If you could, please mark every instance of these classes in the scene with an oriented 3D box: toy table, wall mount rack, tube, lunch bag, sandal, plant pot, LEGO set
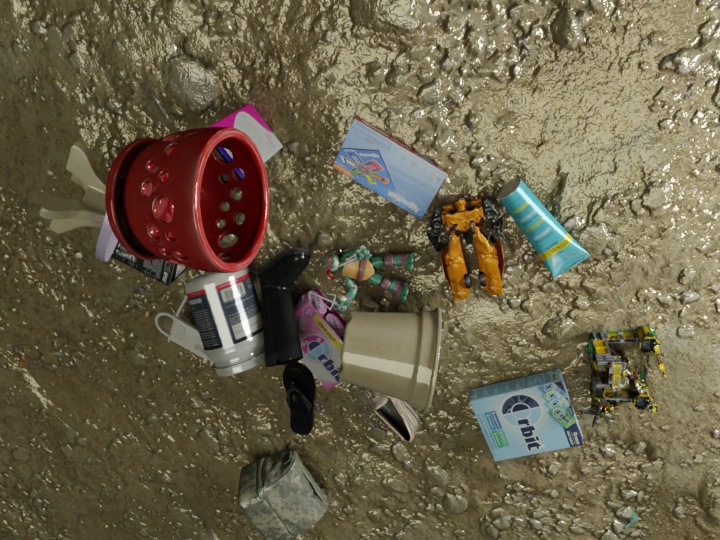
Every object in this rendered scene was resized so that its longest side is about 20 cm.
[{"bbox_3d":[-0.488,-0.124,1.028,0.115,0.185,0.204,23,108,-17],"label":"toy table"},{"bbox_3d":[-0.353,0.117,1.267,0.196,0.075,0.176,29,122,-3],"label":"wall mount rack"},{"bbox_3d":[0.326,-0.076,1.018,0.077,0.051,0.200,-33,110,33],"label":"tube"},{"bbox_3d":[-0.189,0.559,1.408,0.164,0.140,0.204,-25,112,6],"label":"lunch bag"},{"bbox_3d":[-0.142,0.310,1.324,0.074,0.043,0.206,1,116,13],"label":"sandal"},{"bbox_3d":[-0.254,-0.106,0.829,0.177,0.201,0.206,6,118,19],"label":"plant pot"},{"bbox_3d":[0.502,0.211,1.072,0.149,0.117,0.206,5,118,11],"label":"LEGO set"},{"bbox_3d":[0.053,0.160,1.101,0.177,0.202,0.206,9,119,2],"label":"plant pot"}]

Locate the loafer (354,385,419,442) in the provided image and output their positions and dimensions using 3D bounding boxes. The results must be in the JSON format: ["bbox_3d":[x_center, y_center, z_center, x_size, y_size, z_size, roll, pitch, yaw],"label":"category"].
[{"bbox_3d":[0.056,0.299,1.258,0.200,0.063,0.072,44,119,-10],"label":"loafer"}]

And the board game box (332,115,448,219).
[{"bbox_3d":[0.054,-0.187,1.040,0.196,0.020,0.104,30,118,-2],"label":"board game box"}]

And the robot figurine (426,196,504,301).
[{"bbox_3d":[0.203,-0.044,1.053,0.141,0.059,0.205,-8,115,17],"label":"robot figurine"}]

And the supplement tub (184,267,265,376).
[{"bbox_3d":[-0.272,0.099,1.172,0.137,0.140,0.206,-14,97,20],"label":"supplement tub"}]

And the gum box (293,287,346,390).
[{"bbox_3d":[-0.085,0.144,1.213,0.112,0.067,0.201,-33,105,27],"label":"gum box"}]

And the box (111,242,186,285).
[{"bbox_3d":[-0.426,-0.100,1.163,0.160,0.087,0.204,24,119,1],"label":"box"}]

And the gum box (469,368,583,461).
[{"bbox_3d":[0.352,0.311,1.202,0.195,0.045,0.173,-18,110,22],"label":"gum box"}]

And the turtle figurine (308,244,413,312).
[{"bbox_3d":[0.000,0.000,1.102,0.193,0.102,0.153,6,132,-6],"label":"turtle figurine"}]

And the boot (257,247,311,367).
[{"bbox_3d":[-0.143,0.076,1.117,0.064,0.206,0.163,7,158,-36],"label":"boot"}]

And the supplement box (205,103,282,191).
[{"bbox_3d":[-0.230,-0.205,0.998,0.102,0.201,0.102,-33,106,27],"label":"supplement box"}]
